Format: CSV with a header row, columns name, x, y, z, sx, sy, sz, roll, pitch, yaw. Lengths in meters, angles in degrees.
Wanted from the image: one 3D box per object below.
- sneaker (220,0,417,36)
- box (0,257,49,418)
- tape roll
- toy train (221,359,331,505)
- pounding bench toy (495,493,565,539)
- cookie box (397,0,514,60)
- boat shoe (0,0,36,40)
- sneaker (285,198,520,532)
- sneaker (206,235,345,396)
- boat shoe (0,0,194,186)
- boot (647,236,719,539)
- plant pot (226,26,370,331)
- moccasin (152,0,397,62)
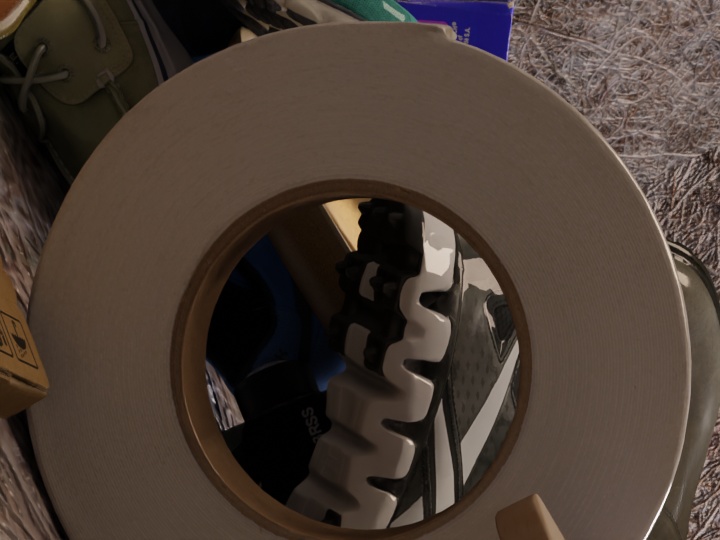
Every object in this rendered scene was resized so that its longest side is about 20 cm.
name,x,y,z,sx,sy,sz,roll,pitch,yaw
sneaker,-0.031,-0.136,0.870,0.077,0.080,0.200,39,8,-44
box,-0.150,-0.053,0.603,0.164,0.021,0.200,66,8,18
tape roll,-0.001,0.027,0.692,0.204,0.202,0.037,64,8,4
toy train,0.004,0.131,0.866,0.114,0.085,0.201,73,-6,-74
pounding bench toy,0.038,0.187,0.591,0.124,0.155,0.201,57,10,-44
cookie box,0.002,-0.064,1.089,0.200,0.075,0.172,-126,-140,-69
boat shoe,-0.115,-0.134,0.817,0.068,0.072,0.200,60,35,-16
sneaker,0.021,0.079,0.753,0.090,0.201,0.066,13,6,-23
sneaker,-0.056,-0.012,0.980,0.078,0.066,0.201,20,28,-40
boat shoe,-0.112,-0.085,0.880,0.062,0.072,0.201,-9,71,-43
boot,0.093,0.100,0.784,0.131,0.067,0.201,-91,-177,-59
plant pot,0.000,0.000,0.872,0.201,0.027,0.200,56,6,-9
moccasin,-0.042,-0.112,0.988,0.080,0.199,0.069,16,80,-38
